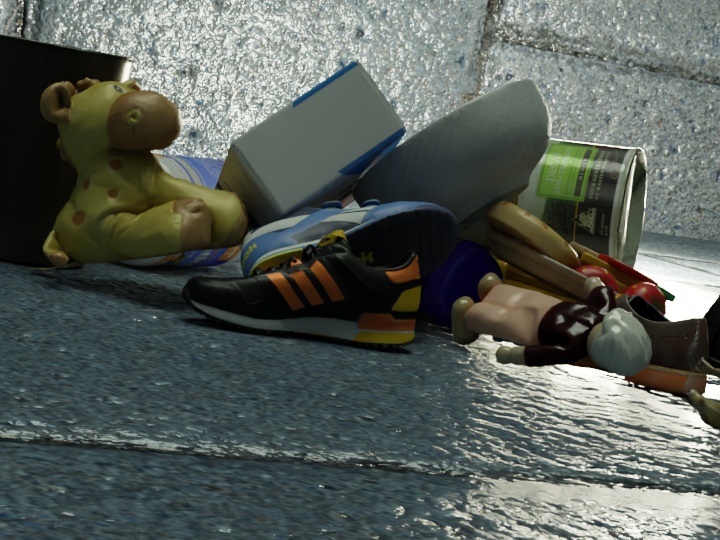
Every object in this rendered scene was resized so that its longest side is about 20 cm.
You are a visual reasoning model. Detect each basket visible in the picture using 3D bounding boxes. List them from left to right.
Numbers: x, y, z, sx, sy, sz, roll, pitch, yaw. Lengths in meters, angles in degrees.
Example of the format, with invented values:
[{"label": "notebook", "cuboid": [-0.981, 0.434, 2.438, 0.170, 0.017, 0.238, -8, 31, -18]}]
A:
[{"label": "basket", "cuboid": [-0.298, -0.111, 1.780, 0.135, 0.201, 0.180, 7, 7, -34]}]

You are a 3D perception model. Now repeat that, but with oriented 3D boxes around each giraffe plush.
[{"label": "giraffe plush", "cuboid": [-0.203, -0.091, 1.672, 0.199, 0.163, 0.173, -7, 1, 2]}]

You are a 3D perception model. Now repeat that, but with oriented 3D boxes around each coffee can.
[{"label": "coffee can", "cuboid": [0.187, -0.067, 1.999, 0.199, 0.147, 0.146, 8, 5, 17]}]

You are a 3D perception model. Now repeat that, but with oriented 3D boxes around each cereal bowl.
[{"label": "cereal bowl", "cuboid": [0.096, -0.090, 1.772, 0.199, 0.084, 0.200, -31, -8, -5]}]

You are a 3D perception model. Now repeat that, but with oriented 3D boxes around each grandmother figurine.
[{"label": "grandmother figurine", "cuboid": [0.169, 0.048, 1.619, 0.200, 0.121, 0.061, 18, -31, 52]}]

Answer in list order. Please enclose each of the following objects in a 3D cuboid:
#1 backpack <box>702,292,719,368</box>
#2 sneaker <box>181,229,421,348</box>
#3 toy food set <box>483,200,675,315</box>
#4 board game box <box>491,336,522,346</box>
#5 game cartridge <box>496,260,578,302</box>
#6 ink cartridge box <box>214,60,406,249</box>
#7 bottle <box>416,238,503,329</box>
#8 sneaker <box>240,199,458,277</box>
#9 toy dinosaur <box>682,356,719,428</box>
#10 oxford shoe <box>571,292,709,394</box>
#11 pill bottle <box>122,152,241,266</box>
[{"label": "backpack", "cuboid": [0.397, 0.023, 1.639, 0.150, 0.201, 0.177, 29, -2, -19]}, {"label": "sneaker", "cuboid": [-0.046, 0.007, 1.576, 0.199, 0.091, 0.070, 9, 5, -13]}, {"label": "toy food set", "cuboid": [0.203, 0.001, 1.770, 0.199, 0.049, 0.198, 27, 1, 11]}, {"label": "board game box", "cuboid": [0.213, 0.059, 1.839, 0.199, 0.026, 0.200, 9, 5, -2]}, {"label": "game cartridge", "cuboid": [0.106, 0.007, 1.983, 0.199, 0.033, 0.176, 9, -4, 34]}, {"label": "ink cartridge box", "cuboid": [-0.052, -0.094, 1.768, 0.144, 0.084, 0.200, -35, -5, -16]}, {"label": "bottle", "cuboid": [0.053, 0.002, 1.839, 0.065, 0.084, 0.200, 44, -15, -28]}, {"label": "sneaker", "cuboid": [-0.013, -0.026, 1.654, 0.199, 0.074, 0.082, -12, 30, -17]}, {"label": "toy dinosaur", "cuboid": [0.327, 0.106, 1.504, 0.199, 0.059, 0.101, -1, 25, -24]}, {"label": "oxford shoe", "cuboid": [0.220, 0.053, 1.662, 0.199, 0.073, 0.071, 14, 7, 40]}, {"label": "pill bottle", "cuboid": [-0.171, -0.059, 1.937, 0.112, 0.113, 0.200, 13, 6, 30]}]
